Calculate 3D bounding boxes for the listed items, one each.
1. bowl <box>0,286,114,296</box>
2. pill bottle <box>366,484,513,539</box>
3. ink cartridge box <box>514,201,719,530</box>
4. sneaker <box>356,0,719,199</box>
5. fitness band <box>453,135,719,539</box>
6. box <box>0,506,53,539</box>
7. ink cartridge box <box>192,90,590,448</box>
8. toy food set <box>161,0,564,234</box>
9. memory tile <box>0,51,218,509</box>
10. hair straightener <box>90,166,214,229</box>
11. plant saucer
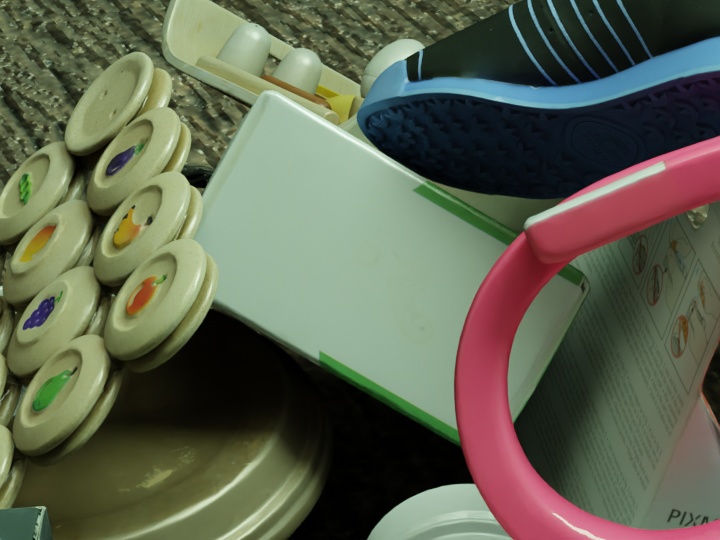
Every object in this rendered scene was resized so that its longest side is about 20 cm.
[{"bbox_3d":[-0.148,0.089,1.047,0.198,0.075,0.200,-12,32,-10],"label":"bowl"},{"bbox_3d":[0.043,0.164,0.854,0.111,0.113,0.201,-6,31,1],"label":"pill bottle"},{"bbox_3d":[0.115,0.037,0.966,0.057,0.201,0.163,15,26,-18],"label":"ink cartridge box"},{"bbox_3d":[0.090,-0.079,0.919,0.199,0.070,0.078,-3,53,38],"label":"sneaker"},{"bbox_3d":[0.127,0.029,0.841,0.199,0.145,0.037,-20,7,10],"label":"fitness band"},{"bbox_3d":[-0.193,0.162,0.854,0.198,0.161,0.044,-3,31,4],"label":"box"},{"bbox_3d":[0.000,0.000,1.025,0.146,0.084,0.200,29,-1,-3],"label":"ink cartridge box"},{"bbox_3d":[0.010,-0.078,1.180,0.143,0.061,0.200,27,2,-36],"label":"toy food set"},{"bbox_3d":[-0.118,0.007,0.953,0.153,0.017,0.200,-43,29,14],"label":"memory tile"},{"bbox_3d":[-0.075,-0.029,1.271,0.198,0.041,0.077,-1,31,17],"label":"hair straightener"},{"bbox_3d":[-0.110,0.067,0.981,0.198,0.030,0.201,-6,33,4],"label":"plant saucer"}]
